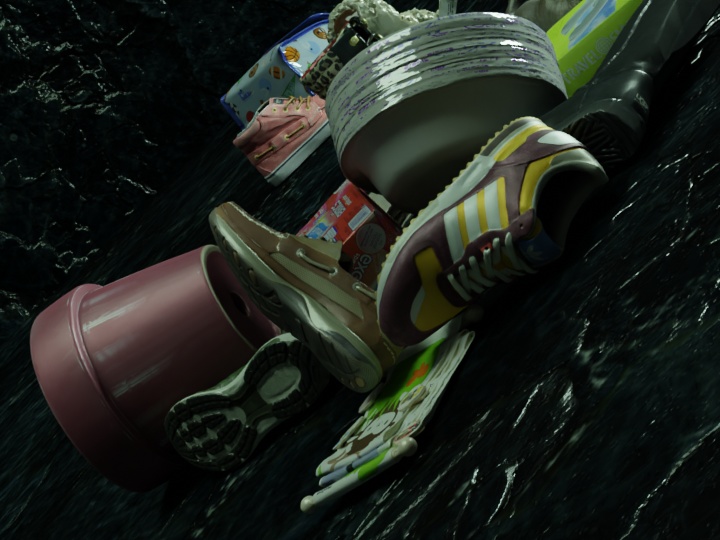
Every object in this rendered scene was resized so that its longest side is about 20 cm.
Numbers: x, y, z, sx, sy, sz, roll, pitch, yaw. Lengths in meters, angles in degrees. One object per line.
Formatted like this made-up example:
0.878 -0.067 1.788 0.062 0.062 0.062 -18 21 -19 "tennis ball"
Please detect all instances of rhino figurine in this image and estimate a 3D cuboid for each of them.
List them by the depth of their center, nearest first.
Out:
0.197 -0.255 1.885 0.200 0.060 0.088 -28 38 53 "rhino figurine"

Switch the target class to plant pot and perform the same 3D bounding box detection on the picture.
-0.177 0.076 1.784 0.178 0.201 0.200 -33 15 16 "plant pot"

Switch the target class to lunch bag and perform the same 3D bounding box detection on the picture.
-0.088 -0.296 2.903 0.170 0.124 0.200 -34 3 44 "lunch bag"

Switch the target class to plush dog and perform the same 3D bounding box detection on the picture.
0.052 -0.192 1.928 0.160 0.201 0.172 -31 7 -22 "plush dog"

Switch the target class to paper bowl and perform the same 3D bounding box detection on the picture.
0.076 -0.118 1.602 0.200 0.200 0.105 -35 60 42 "paper bowl"

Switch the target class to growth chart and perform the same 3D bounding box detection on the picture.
0.023 0.102 1.406 0.144 0.018 0.200 -36 13 37 "growth chart"

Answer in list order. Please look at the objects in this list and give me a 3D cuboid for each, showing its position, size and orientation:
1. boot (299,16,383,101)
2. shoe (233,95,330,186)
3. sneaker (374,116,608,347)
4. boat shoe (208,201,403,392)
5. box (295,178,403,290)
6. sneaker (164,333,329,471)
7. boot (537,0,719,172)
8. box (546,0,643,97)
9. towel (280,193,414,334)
0.050 -0.177 1.750 0.203 0.154 0.074 -40 12 40 "boot"
-0.082 -0.216 2.661 0.200 0.091 0.072 -44 12 8 "shoe"
0.093 -0.019 1.398 0.201 0.075 0.090 -53 45 -2 "sneaker"
-0.038 0.010 1.495 0.072 0.200 0.076 -40 -24 -16 "boat shoe"
0.000 0.000 1.631 0.100 0.095 0.200 -47 12 2 "box"
-0.087 0.108 1.680 0.199 0.077 0.089 -32 4 33 "sneaker"
0.192 -0.147 1.522 0.164 0.066 0.201 -21 29 46 "boot"
0.236 -0.228 1.697 0.200 0.048 0.122 -40 14 33 "box"
-0.015 -0.007 1.868 0.200 0.034 0.132 -49 11 -10 "towel"
